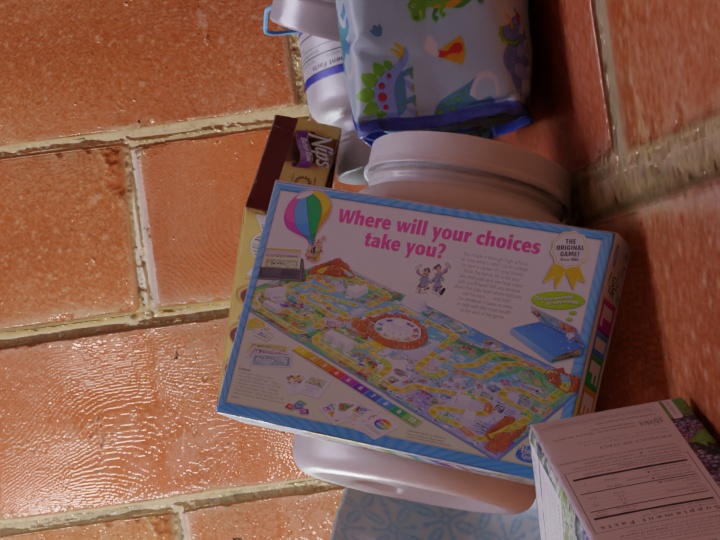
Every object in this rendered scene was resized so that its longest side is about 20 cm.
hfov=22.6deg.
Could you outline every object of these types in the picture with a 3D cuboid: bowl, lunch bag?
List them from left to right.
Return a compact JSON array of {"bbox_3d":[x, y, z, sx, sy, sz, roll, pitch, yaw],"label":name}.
[{"bbox_3d":[0.049,-0.167,1.144,0.200,0.127,0.170,-12,-84,-78],"label":"lunch bag"},{"bbox_3d":[0.085,0.176,1.144,0.108,0.200,0.200,33,-149,-36],"label":"bowl"}]

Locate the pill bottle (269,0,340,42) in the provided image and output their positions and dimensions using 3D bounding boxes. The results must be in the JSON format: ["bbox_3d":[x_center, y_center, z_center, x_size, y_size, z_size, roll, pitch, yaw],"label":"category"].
[{"bbox_3d":[-0.002,-0.264,1.263,0.111,0.111,0.200,-115,37,-74],"label":"pill bottle"}]

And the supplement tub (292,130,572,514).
[{"bbox_3d":[0.048,0.032,1.056,0.145,0.145,0.200,108,173,-79],"label":"supplement tub"}]

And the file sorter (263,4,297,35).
[{"bbox_3d":[-0.061,-0.376,2.035,0.139,0.123,0.200,115,146,-82],"label":"file sorter"}]

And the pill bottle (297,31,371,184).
[{"bbox_3d":[0.009,-0.171,1.375,0.112,0.112,0.200,112,149,-80],"label":"pill bottle"}]

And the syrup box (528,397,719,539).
[{"bbox_3d":[0.134,0.133,0.792,0.200,0.081,0.079,-113,14,-71],"label":"syrup box"}]

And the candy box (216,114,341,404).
[{"bbox_3d":[-0.062,0.000,1.345,0.117,0.056,0.200,-76,-3,-50],"label":"candy box"}]

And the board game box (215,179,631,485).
[{"bbox_3d":[0.032,0.032,0.963,0.034,0.200,0.135,33,-111,-64],"label":"board game box"}]
